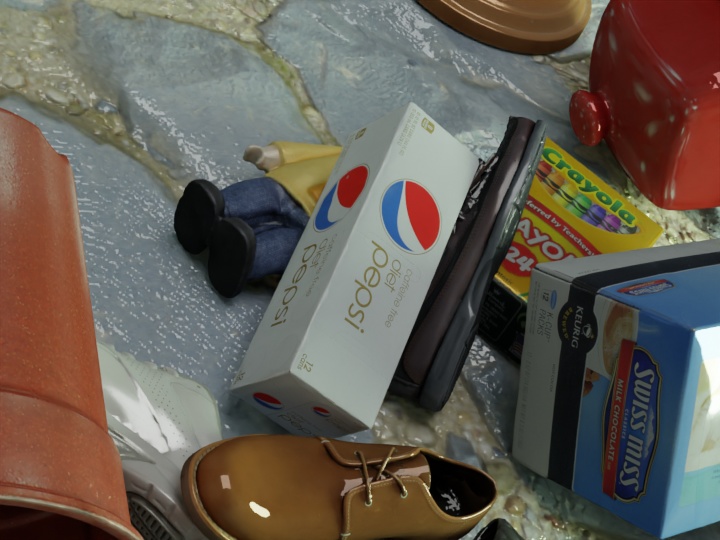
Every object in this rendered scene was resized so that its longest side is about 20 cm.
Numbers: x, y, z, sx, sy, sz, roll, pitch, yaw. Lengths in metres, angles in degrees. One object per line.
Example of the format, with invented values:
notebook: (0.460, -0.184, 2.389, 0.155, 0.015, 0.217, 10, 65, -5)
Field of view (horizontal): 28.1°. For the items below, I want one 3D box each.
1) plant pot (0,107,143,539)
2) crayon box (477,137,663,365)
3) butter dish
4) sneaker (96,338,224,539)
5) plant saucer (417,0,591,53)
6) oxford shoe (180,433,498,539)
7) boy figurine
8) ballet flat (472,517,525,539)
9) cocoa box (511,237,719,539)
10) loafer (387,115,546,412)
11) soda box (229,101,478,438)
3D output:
plant pot: (-0.197, 0.042, 0.630, 0.200, 0.201, 0.196, 7, 59, -25)
crayon box: (0.131, -0.024, 1.021, 0.127, 0.051, 0.200, 39, 42, 9)
butter dish: (0.233, -0.134, 1.116, 0.147, 0.200, 0.200, -16, 57, -12)
sneaker: (-0.131, 0.076, 0.768, 0.200, 0.078, 0.099, 47, 37, 4)
plant saucer: (0.114, -0.269, 1.259, 0.200, 0.032, 0.201, 16, 44, -16)
oxford shoe: (-0.006, 0.111, 0.755, 0.200, 0.071, 0.072, 10, 56, -44)
boy figurine: (-0.019, -0.041, 0.942, 0.200, 0.065, 0.124, -20, 61, -37)
ballet flat: (0.023, 0.183, 0.751, 0.200, 0.066, 0.057, -11, 64, -46)
cocoa box: (0.214, 0.064, 0.890, 0.199, 0.134, 0.131, -8, 21, -36)
loafer: (0.059, -0.013, 0.905, 0.063, 0.072, 0.201, 20, 77, 8)
soda box: (0.000, 0.000, 0.856, 0.064, 0.068, 0.200, 37, 58, -23)
